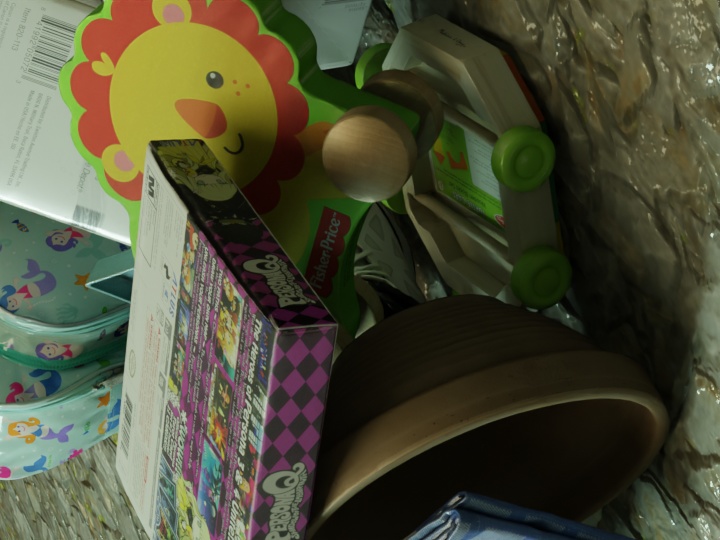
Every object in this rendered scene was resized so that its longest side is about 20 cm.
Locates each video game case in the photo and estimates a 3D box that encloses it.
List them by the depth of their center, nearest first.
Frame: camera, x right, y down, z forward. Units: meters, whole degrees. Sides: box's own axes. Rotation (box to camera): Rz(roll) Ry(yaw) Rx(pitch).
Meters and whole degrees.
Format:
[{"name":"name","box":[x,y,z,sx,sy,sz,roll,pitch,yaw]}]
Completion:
[{"name":"video game case","box":[-0.070,0.064,1.144,0.181,0.036,0.201,-128,39,-51]}]

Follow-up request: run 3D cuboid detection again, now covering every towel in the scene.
[{"name":"towel","box":[0.037,0.183,1.207,0.200,0.147,0.024,-41,48,32]}]

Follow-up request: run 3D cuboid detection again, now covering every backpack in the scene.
[{"name":"backpack","box":[-0.214,0.035,1.551,0.178,0.200,0.151,43,149,28]}]

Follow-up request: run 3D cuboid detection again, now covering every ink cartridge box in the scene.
[{"name":"ink cartridge box","box":[-0.146,-0.102,1.344,0.083,0.199,0.147,-85,17,-55]}]

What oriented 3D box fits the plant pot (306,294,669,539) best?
[{"name":"plant pot","box":[0.044,0.076,1.172,0.201,0.200,0.093,104,146,-58]}]

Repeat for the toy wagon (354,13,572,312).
[{"name":"toy wagon","box":[0.059,-0.033,1.242,0.155,0.039,0.201,38,146,53]}]

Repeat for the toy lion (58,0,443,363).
[{"name":"toy lion","box":[-0.066,-0.054,1.201,0.191,0.069,0.200,21,122,9]}]

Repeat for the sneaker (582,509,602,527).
[{"name":"sneaker","box":[0.041,0.117,1.295,0.200,0.087,0.075,24,168,8]}]

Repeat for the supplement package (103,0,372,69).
[{"name":"supplement package","box":[-0.086,-0.210,1.275,0.200,0.119,0.121,53,141,34]}]

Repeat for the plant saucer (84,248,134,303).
[{"name":"plant saucer","box":[-0.090,0.015,1.477,0.200,0.070,0.019,27,-130,-58]}]

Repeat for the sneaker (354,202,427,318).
[{"name":"sneaker","box":[0.001,0.000,1.330,0.201,0.076,0.115,56,175,15]}]
